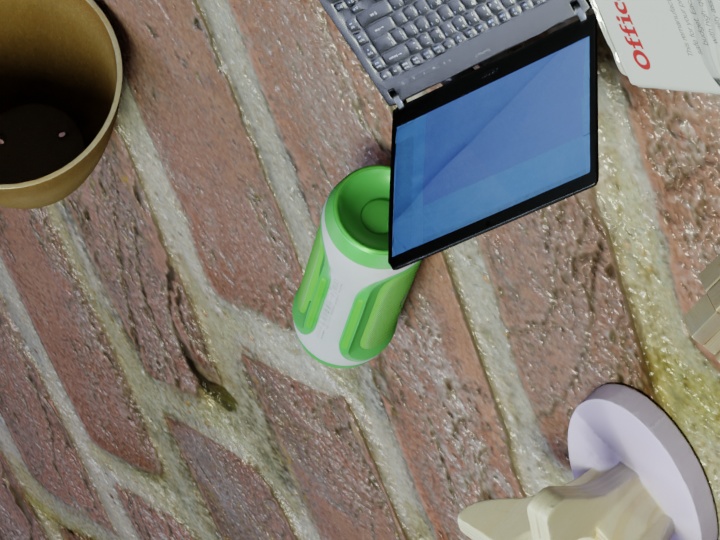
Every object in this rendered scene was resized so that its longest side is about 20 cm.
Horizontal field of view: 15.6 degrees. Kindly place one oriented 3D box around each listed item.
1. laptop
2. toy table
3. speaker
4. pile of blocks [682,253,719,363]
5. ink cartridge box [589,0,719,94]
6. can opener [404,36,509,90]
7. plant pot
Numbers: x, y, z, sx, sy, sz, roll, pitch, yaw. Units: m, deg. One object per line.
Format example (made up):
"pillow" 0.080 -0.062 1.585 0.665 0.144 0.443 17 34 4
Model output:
"laptop" 0.046 -0.131 1.609 0.177 0.103 0.201 -23 108 40
"toy table" 0.173 0.189 1.907 0.183 0.117 0.201 24 146 43
"speaker" 0.000 0.000 1.958 0.088 0.088 0.200 43 155 12
"pile of blocks" 0.267 0.081 1.616 0.200 0.062 0.082 53 -161 27
"ink cartridge box" 0.207 -0.170 1.375 0.199 0.083 0.147 12 136 52
"can opener" 0.017 -0.196 1.715 0.200 0.053 0.067 46 -173 5
"plant pot" -0.282 -0.125 2.163 0.186 0.186 0.200 44 167 11
